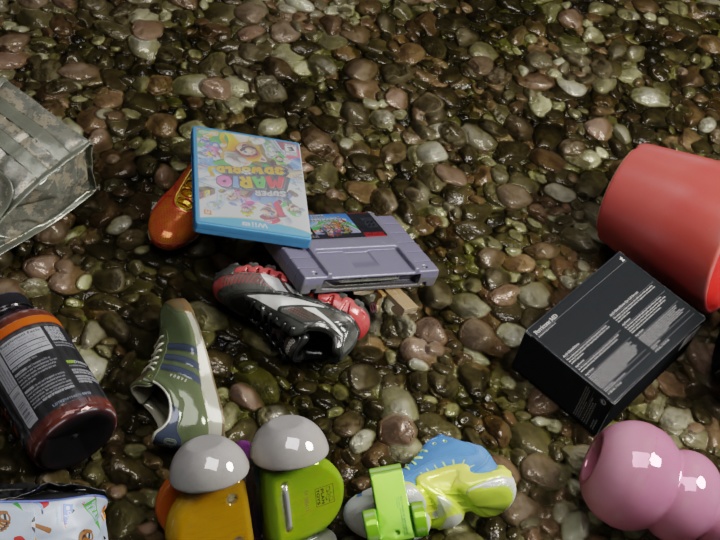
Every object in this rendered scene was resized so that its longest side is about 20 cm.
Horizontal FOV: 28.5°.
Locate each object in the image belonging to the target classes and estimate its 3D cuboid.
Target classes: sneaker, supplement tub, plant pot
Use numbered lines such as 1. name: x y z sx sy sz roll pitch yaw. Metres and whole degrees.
1. sneaker: 0.069 0.242 1.594 0.199 0.076 0.105 -5 33 -15
2. supplement tub: -0.360 0.117 1.576 0.107 0.107 0.200 -22 57 -27
3. plant pot: 0.418 -0.069 1.846 0.177 0.201 0.200 28 50 24
4. sneaker: -0.214 -0.106 1.812 0.073 0.077 0.200 23 51 6
5. sneaker: -0.092 0.056 1.703 0.200 0.071 0.098 20 47 4
6. sneaker: -0.222 0.118 1.625 0.090 0.067 0.201 -6 55 -23

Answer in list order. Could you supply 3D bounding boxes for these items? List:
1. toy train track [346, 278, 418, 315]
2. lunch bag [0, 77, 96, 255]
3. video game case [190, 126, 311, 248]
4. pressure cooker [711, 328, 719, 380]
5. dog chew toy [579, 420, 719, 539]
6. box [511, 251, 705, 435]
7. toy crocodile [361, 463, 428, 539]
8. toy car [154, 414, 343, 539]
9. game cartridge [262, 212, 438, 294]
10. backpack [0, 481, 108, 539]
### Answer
1. toy train track: 0.000 0.000 1.792 0.114 0.033 0.200 -10 43 -39
2. lunch bag: -0.455 -0.118 1.749 0.164 0.118 0.200 36 59 18
3. video game case: -0.138 -0.106 1.758 0.143 0.018 0.200 8 39 -15
4. pressure cooker: 0.550 0.092 1.729 0.199 0.179 0.177 22 91 3
5. dog chew toy: 0.352 0.251 1.604 0.199 0.125 0.125 23 49 -2
6. box: 0.307 0.087 1.755 0.141 0.079 0.200 42 55 19
7. toy crocodile: 0.046 0.303 1.492 0.067 0.062 0.201 -14 74 -6
8. toy car: -0.122 0.241 1.506 0.199 0.176 0.150 -13 17 -20
9. game cartridge: -0.016 -0.025 1.760 0.199 0.038 0.130 -4 42 -34
10. backpack: -0.341 0.277 1.397 0.190 0.200 0.155 -8 83 -27
